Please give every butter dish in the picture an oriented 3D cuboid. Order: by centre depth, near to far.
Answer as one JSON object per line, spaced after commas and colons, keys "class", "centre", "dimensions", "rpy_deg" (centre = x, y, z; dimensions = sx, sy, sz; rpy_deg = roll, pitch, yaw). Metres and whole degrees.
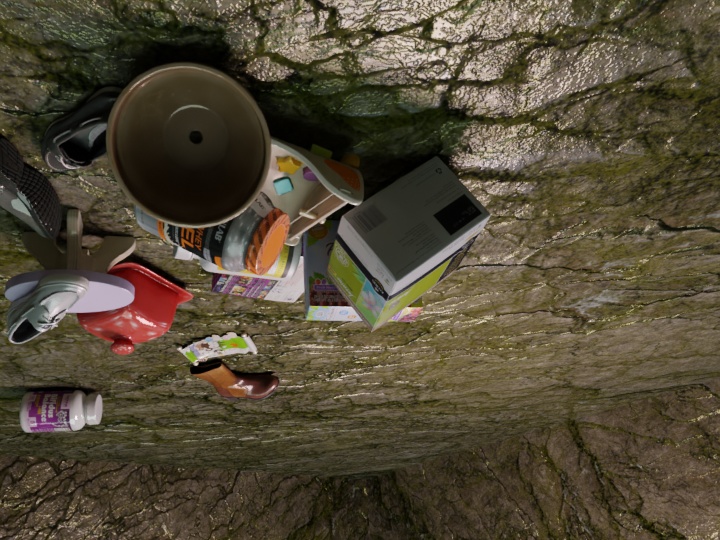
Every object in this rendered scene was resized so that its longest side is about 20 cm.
{"class": "butter dish", "centre": [-0.457, 0.090, 1.297], "dimensions": [0.197, 0.150, 0.200], "rpy_deg": [-16, 151, 20]}

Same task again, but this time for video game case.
{"class": "video game case", "centre": [-0.175, -0.002, 1.287], "dimensions": [0.179, 0.036, 0.200], "rpy_deg": [9, 150, -25]}

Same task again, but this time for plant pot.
{"class": "plant pot", "centre": [-0.214, -0.165, 0.852], "dimensions": [0.198, 0.093, 0.204], "rpy_deg": [-3, 112, -8]}

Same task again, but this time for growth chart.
{"class": "growth chart", "centre": [-0.357, 0.193, 1.666], "dimensions": [0.197, 0.018, 0.145], "rpy_deg": [-11, 152, 10]}

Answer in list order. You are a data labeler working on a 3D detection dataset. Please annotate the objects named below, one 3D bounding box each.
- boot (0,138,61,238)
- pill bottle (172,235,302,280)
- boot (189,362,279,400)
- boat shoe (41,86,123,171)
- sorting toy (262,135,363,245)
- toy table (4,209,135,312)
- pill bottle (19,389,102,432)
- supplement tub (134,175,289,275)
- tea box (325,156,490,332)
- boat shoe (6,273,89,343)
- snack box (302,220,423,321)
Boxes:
{"class": "boot", "centre": [-0.539, -0.119, 0.979], "dimensions": [0.129, 0.068, 0.201], "rpy_deg": [-3, 146, 8]}
{"class": "pill bottle", "centre": [-0.205, -0.048, 1.106], "dimensions": [0.198, 0.113, 0.111], "rpy_deg": [7, 151, -23]}
{"class": "boot", "centre": [-0.341, 0.290, 1.836], "dimensions": [0.186, 0.069, 0.201], "rpy_deg": [-5, 147, 18]}
{"class": "boat shoe", "centre": [-0.372, -0.173, 0.890], "dimensions": [0.199, 0.058, 0.066], "rpy_deg": [-26, 147, 35]}
{"class": "sorting toy", "centre": [-0.112, -0.141, 0.965], "dimensions": [0.179, 0.108, 0.199], "rpy_deg": [25, 152, -26]}
{"class": "toy table", "centre": [-0.486, -0.008, 1.134], "dimensions": [0.198, 0.119, 0.184], "rpy_deg": [8, 150, -25]}
{"class": "pill bottle", "centre": [-0.838, 0.394, 1.874], "dimensions": [0.197, 0.114, 0.113], "rpy_deg": [-1, 153, -8]}
{"class": "supplement tub", "centre": [-0.209, -0.077, 0.953], "dimensions": [0.198, 0.123, 0.123], "rpy_deg": [24, 155, 10]}
{"class": "tea box", "centre": [0.068, -0.038, 1.054], "dimensions": [0.199, 0.134, 0.197], "rpy_deg": [-33, 163, -25]}
{"class": "boat shoe", "centre": [-0.505, 0.065, 1.065], "dimensions": [0.198, 0.069, 0.072], "rpy_deg": [-21, 150, 26]}
{"class": "snack box", "centre": [0.000, 0.000, 1.172], "dimensions": [0.197, 0.171, 0.068], "rpy_deg": [3, 152, -12]}
